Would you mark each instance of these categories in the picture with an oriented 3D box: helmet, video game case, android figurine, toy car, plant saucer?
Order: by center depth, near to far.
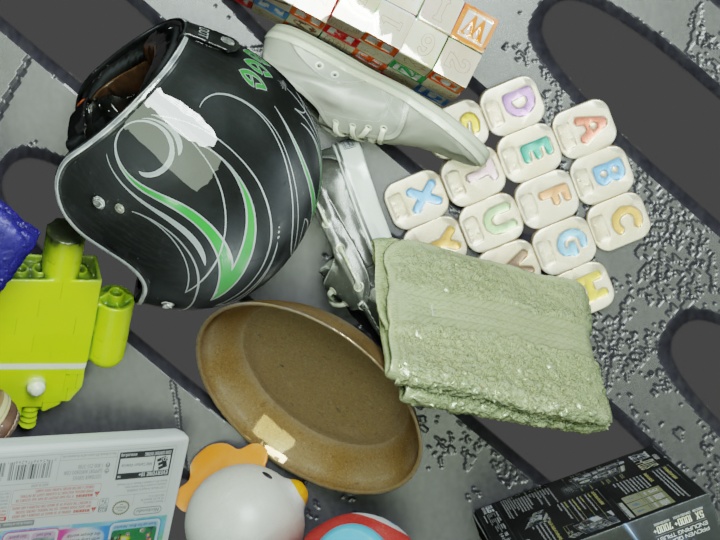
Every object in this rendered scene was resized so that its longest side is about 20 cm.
[{"bbox_3d":[-0.123,-0.070,1.440,0.200,0.200,0.191,-44,113,2],"label":"helmet"},{"bbox_3d":[-0.267,0.046,1.472,0.181,0.041,0.201,2,129,-21],"label":"android figurine"},{"bbox_3d":[-0.234,0.212,1.477,0.199,0.024,0.183,0,109,-41],"label":"video game case"},{"bbox_3d":[-0.034,0.090,1.487,0.200,0.200,0.035,42,52,-7],"label":"plant saucer"},{"bbox_3d":[-0.063,0.210,1.507,0.176,0.184,0.201,-32,69,0],"label":"toy car"}]

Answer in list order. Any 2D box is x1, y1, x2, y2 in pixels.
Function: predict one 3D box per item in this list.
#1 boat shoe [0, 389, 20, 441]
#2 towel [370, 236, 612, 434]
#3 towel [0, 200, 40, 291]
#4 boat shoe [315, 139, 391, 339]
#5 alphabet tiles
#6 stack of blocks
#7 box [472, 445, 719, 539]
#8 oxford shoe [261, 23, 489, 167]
[{"bbox_3d":[-0.306,0.169,1.489,0.072,0.072,0.200,31,122,-17],"label":"boat shoe"},{"bbox_3d":[0.099,0.049,1.461,0.199,0.149,0.037,14,138,-26],"label":"towel"},{"bbox_3d":[-0.342,0.001,1.386,0.148,0.050,0.200,41,104,-5],"label":"towel"},{"bbox_3d":[0.000,0.000,1.517,0.063,0.071,0.201,-19,89,-2],"label":"boat shoe"},{"bbox_3d":[0.127,-0.048,1.544,0.195,0.015,0.201,-22,97,-1],"label":"alphabet tiles"},{"bbox_3d":[-0.005,-0.201,1.464,0.199,0.115,0.059,28,82,-5],"label":"stack of blocks"},{"bbox_3d":[0.184,0.217,1.482,0.163,0.200,0.087,-20,96,-2],"label":"box"},{"bbox_3d":[0.007,-0.123,1.493,0.199,0.075,0.058,27,82,5],"label":"oxford shoe"}]
